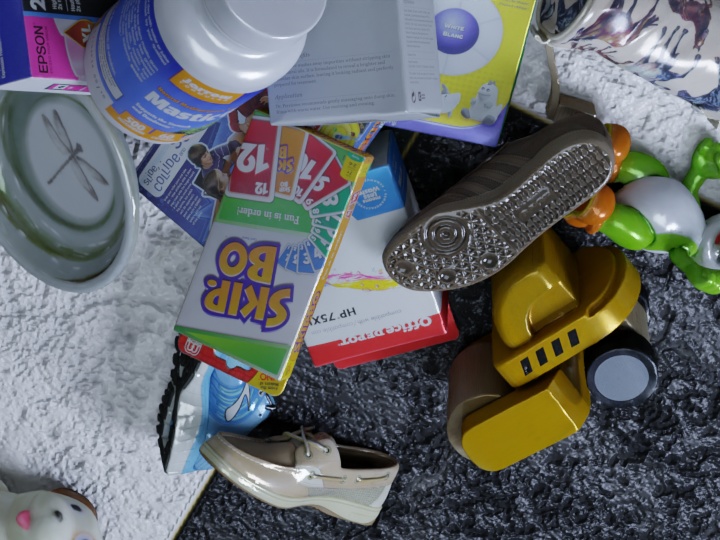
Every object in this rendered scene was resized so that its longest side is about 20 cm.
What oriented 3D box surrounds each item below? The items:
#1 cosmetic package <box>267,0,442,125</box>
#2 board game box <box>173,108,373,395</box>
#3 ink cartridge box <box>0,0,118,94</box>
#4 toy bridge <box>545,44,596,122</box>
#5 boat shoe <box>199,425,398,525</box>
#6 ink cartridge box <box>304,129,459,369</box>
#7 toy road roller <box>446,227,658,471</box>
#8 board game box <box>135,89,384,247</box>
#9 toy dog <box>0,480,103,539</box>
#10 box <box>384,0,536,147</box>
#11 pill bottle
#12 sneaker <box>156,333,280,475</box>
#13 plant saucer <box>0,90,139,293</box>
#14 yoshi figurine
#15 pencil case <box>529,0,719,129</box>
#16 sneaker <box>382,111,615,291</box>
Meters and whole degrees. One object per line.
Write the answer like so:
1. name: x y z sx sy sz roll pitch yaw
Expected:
1. cosmetic package: -0.011 -0.207 1.571 0.113 0.081 0.200 -2 92 21
2. board game box: -0.069 -0.011 1.637 0.095 0.030 0.200 24 105 16
3. ink cartridge box: -0.210 -0.177 1.586 0.200 0.095 0.037 -1 168 -41
4. toy bridge: 0.177 -0.203 1.657 0.067 0.027 0.200 15 120 -7
5. boat shoe: -0.049 0.159 1.819 0.200 0.072 0.065 21 104 -41
6. ink cartridge box: 0.000 0.000 1.752 0.116 0.067 0.200 -15 117 11
7. toy road roller: 0.134 0.049 1.743 0.200 0.123 0.146 -32 115 20
8. board game box: -0.070 -0.106 1.661 0.135 0.034 0.200 40 106 12
9. toy dog: -0.318 0.250 1.867 0.200 0.140 0.194 -12 132 8
10. box: 0.072 -0.199 1.651 0.117 0.048 0.200 10 118 -4
11. pill bottle: -0.105 -0.166 1.506 0.112 0.112 0.200 35 153 -17
12. sneaker: -0.108 0.084 1.814 0.090 0.078 0.200 5 127 -19
13. plant saucer: -0.231 -0.083 1.688 0.200 0.050 0.200 22 125 35
14. yoshi figurine: 0.265 -0.037 1.708 0.200 0.112 0.112 28 110 -17
15. pencil case: 0.220 -0.172 1.614 0.200 0.078 0.090 19 102 -30
16. sneaker: 0.108 -0.053 1.684 0.200 0.076 0.070 -29 114 15
